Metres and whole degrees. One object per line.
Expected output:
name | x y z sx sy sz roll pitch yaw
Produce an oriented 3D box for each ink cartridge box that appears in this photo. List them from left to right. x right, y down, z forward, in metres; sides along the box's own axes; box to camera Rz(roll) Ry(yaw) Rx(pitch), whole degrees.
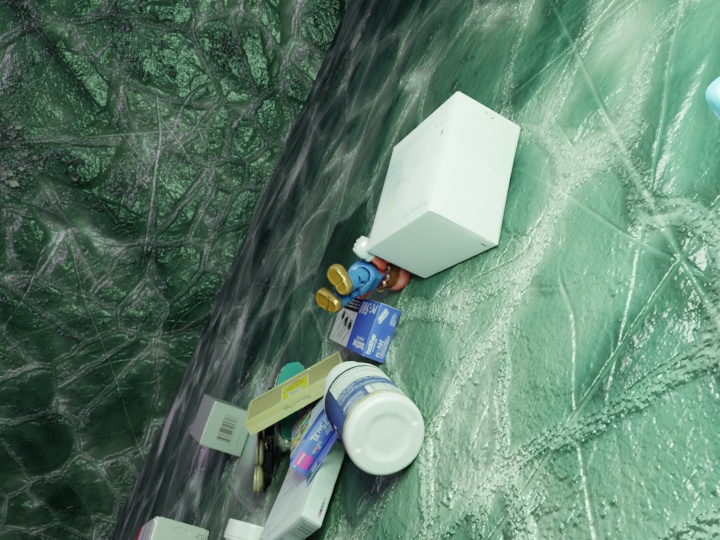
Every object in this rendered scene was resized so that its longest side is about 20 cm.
ink cartridge box | -0.501 0.716 1.656 0.200 0.146 0.086 -44 29 51
ink cartridge box | -0.095 0.375 1.080 0.197 0.043 0.201 -51 9 40
ink cartridge box | -0.075 0.270 1.091 0.120 0.042 0.200 -56 10 3
ink cartridge box | 0.004 0.099 1.144 0.095 0.044 0.200 -70 19 -5

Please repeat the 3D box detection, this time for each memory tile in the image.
memory tile | -0.203 0.376 1.306 0.200 0.017 0.155 109 163 -72

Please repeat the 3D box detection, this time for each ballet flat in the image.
ballet flat | -0.151 0.287 1.323 0.072 0.071 0.201 -51 26 38

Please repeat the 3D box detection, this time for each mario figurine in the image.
mario figurine | 0.000 0.000 1.067 0.123 0.199 0.107 -16 93 39

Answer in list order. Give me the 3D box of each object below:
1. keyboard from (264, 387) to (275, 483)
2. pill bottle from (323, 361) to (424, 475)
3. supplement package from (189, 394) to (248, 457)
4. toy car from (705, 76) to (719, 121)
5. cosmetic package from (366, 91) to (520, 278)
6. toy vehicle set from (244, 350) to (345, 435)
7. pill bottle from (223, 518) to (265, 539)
keyboard | -0.180 0.345 1.267 0.128 0.020 0.202 -97 11 -60
pill bottle | 0.008 0.200 0.913 0.112 0.110 0.200 -66 18 2
supplement package | -0.376 0.415 1.710 0.200 0.116 0.118 -12 58 67
toy car | 0.333 -0.122 0.397 0.184 0.177 0.200 -42 -1 25
cosmetic package | 0.121 -0.120 0.963 0.199 0.122 0.202 -31 41 61
toy vehicle set | -0.114 0.219 1.150 0.198 0.027 0.124 -29 8 0
pill bottle | -0.219 0.555 1.120 0.114 0.113 0.202 -32 39 59
